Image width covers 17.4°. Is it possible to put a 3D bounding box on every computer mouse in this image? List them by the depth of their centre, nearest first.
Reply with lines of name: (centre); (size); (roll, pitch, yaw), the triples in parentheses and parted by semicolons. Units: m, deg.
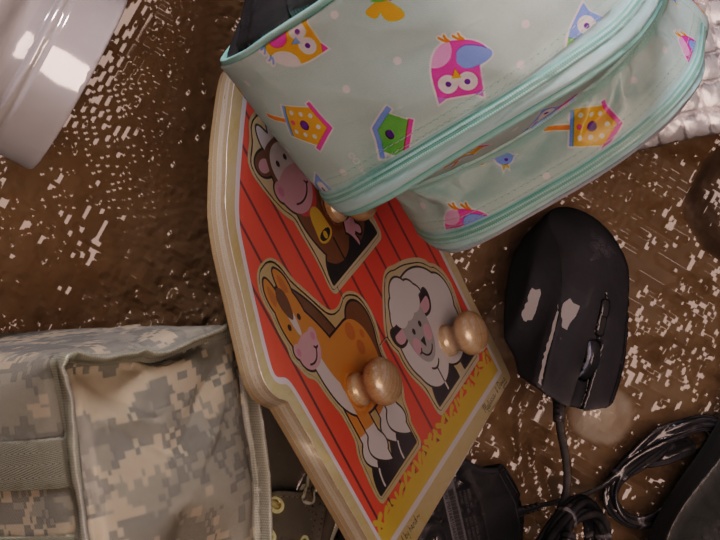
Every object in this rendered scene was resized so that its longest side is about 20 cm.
computer mouse: (0.096, 0.067, 1.039); (0.058, 0.034, 0.201); (13, 69, -37)
computer mouse: (0.080, 0.105, 1.082); (0.199, 0.034, 0.059); (-13, 97, -19)

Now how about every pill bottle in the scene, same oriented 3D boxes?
pill bottle: (-0.202, -0.127, 0.962); (0.199, 0.112, 0.113); (30, 86, -12)

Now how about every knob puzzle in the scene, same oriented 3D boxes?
knob puzzle: (0.000, 0.000, 0.984); (0.030, 0.220, 0.220); (-20, 99, 29)

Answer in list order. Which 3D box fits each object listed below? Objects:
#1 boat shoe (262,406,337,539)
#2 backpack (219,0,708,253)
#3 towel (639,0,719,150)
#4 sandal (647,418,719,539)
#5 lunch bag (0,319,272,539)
boat shoe: (-0.052, 0.125, 1.027); (0.072, 0.060, 0.203); (14, 88, 8)
backpack: (0.043, -0.098, 0.917); (0.175, 0.200, 0.154); (-29, 97, 20)
towel: (0.157, -0.145, 1.060); (0.199, 0.086, 0.166); (-13, 94, -10)
sandal: (0.204, 0.071, 1.088); (0.075, 0.048, 0.201); (33, 79, -27)
lunch bag: (-0.122, 0.127, 0.955); (0.117, 0.164, 0.201); (-11, 96, -44)
